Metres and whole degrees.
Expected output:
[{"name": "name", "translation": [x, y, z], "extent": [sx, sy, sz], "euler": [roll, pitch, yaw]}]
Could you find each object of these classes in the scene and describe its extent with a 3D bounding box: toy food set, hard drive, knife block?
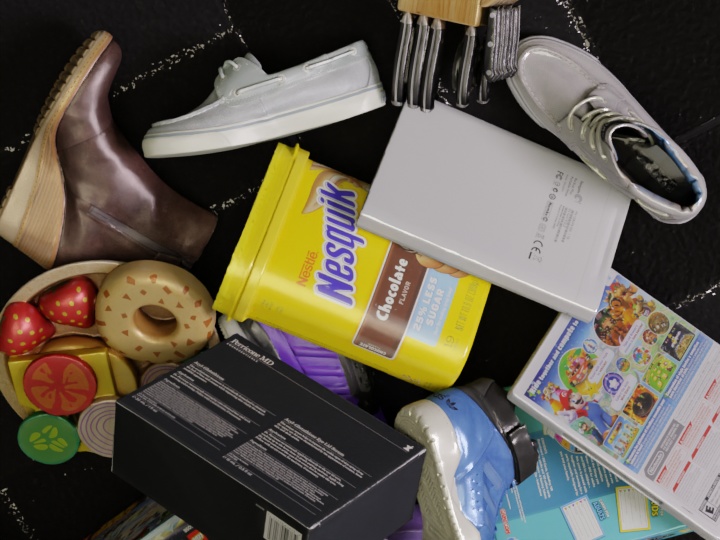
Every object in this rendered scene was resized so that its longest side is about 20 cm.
[{"name": "toy food set", "translation": [-0.206, 0.079, 1.589], "extent": [0.199, 0.049, 0.198], "euler": [-7, 121, 4]}, {"name": "hard drive", "translation": [0.109, -0.052, 1.532], "extent": [0.200, 0.132, 0.027], "euler": [23, 148, -2]}, {"name": "knife block", "translation": [0.064, -0.232, 1.509], "extent": [0.175, 0.064, 0.200], "euler": [-35, 84, 24]}]

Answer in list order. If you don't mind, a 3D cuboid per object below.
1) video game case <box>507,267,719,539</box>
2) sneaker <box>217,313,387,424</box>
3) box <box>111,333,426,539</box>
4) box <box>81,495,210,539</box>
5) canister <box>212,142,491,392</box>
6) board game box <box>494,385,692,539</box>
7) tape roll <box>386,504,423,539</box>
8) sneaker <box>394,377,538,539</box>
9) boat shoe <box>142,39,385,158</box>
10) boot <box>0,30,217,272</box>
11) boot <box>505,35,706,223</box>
[{"name": "video game case", "translation": [0.233, 0.102, 1.524], "extent": [0.200, 0.018, 0.143], "euler": [35, 66, 0]}, {"name": "sneaker", "translation": [-0.017, 0.082, 1.592], "extent": [0.100, 0.070, 0.200], "euler": [-43, 98, 9]}, {"name": "box", "translation": [-0.072, 0.146, 1.482], "extent": [0.200, 0.141, 0.079], "euler": [30, 130, 28]}, {"name": "box", "translation": [-0.182, 0.226, 1.584], "extent": [0.200, 0.137, 0.040], "euler": [-36, 100, 22]}, {"name": "canister", "translation": [0.000, 0.000, 1.539], "extent": [0.200, 0.087, 0.149], "euler": [22, 60, -4]}, {"name": "board game box", "translation": [0.197, 0.155, 1.577], "extent": [0.200, 0.047, 0.151], "euler": [-15, 76, 7]}, {"name": "tape roll", "translation": [0.049, 0.305, 1.643], "extent": [0.200, 0.066, 0.201], "euler": [1, 104, 3]}, {"name": "sneaker", "translation": [0.100, 0.184, 1.525], "extent": [0.111, 0.077, 0.200], "euler": [-21, 103, -31]}, {"name": "boat shoe", "translation": [-0.082, -0.139, 1.542], "extent": [0.200, 0.070, 0.072], "euler": [-15, 93, -7]}, {"name": "boot", "translation": [-0.192, -0.080, 1.578], "extent": [0.166, 0.072, 0.200], "euler": [24, 103, -14]}, {"name": "boot", "translation": [0.195, -0.116, 1.506], "extent": [0.200, 0.096, 0.074], "euler": [40, 92, 3]}]
